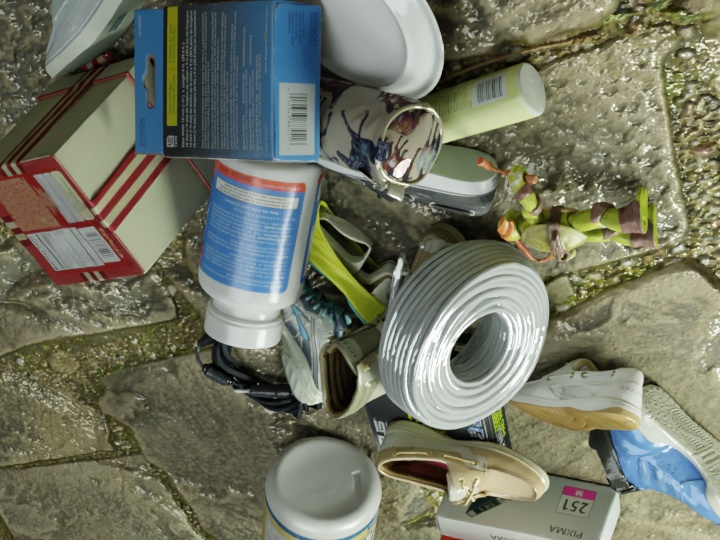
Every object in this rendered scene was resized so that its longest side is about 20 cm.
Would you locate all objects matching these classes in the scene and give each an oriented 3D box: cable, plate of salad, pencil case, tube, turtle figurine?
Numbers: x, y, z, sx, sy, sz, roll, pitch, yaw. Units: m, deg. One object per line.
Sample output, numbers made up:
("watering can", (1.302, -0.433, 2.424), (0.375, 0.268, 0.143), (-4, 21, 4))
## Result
("cable", (0.108, 0.064, 1.542), (0.069, 0.200, 0.200), (36, 121, 43))
("cable", (-0.100, 0.113, 1.822), (0.163, 0.051, 0.200), (44, 137, -17))
("plate of salad", (-0.004, -0.238, 1.394), (0.200, 0.048, 0.200), (28, 149, 18))
("pencil case", (-0.019, -0.133, 1.431), (0.200, 0.090, 0.078), (21, 169, 43))
("tube", (0.078, -0.145, 1.440), (0.200, 0.058, 0.052), (-14, 86, 33))
("turtle figurine", (0.193, -0.047, 1.445), (0.161, 0.065, 0.200), (-2, 149, 23))

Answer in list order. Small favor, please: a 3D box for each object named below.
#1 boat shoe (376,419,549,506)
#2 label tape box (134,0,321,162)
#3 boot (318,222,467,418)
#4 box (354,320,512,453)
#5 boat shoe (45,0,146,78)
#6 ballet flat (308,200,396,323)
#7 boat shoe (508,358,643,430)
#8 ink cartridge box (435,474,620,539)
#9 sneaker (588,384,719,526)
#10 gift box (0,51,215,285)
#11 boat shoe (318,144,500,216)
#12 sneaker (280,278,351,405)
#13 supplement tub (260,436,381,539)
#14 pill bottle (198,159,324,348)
("boat shoe", (0.112, 0.233, 1.739), (0.200, 0.069, 0.074), (13, 138, 19))
("label tape box", (-0.127, -0.177, 1.434), (0.200, 0.063, 0.145), (7, 98, 44))
("boot", (0.035, 0.054, 1.577), (0.072, 0.154, 0.200), (37, 128, 33))
("box", (0.083, 0.151, 1.759), (0.160, 0.044, 0.200), (7, 135, 23))
("boat shoe", (-0.271, -0.264, 1.526), (0.072, 0.070, 0.201), (55, 139, 0))
("ballet flat", (0.000, 0.000, 1.640), (0.067, 0.067, 0.200), (-35, 109, 30))
("boat shoe", (0.235, 0.129, 1.635), (0.071, 0.069, 0.200), (28, 164, -28))
("ink cartridge box", (0.181, 0.312, 1.768), (0.200, 0.174, 0.044), (9, 136, 23))
("sneaker", (0.333, 0.220, 1.656), (0.200, 0.077, 0.111), (44, 132, -11))
("gift box", (-0.249, -0.103, 1.575), (0.200, 0.187, 0.185), (-2, 131, 40))
("boat shoe", (0.040, -0.096, 1.515), (0.199, 0.070, 0.066), (10, 136, 10))
("sneaker", (-0.056, 0.046, 1.697), (0.086, 0.078, 0.200), (-19, 101, 23))
("supplement tub", (-0.053, 0.321, 1.938), (0.144, 0.145, 0.200), (20, 139, 11))
("pill bottle", (-0.106, -0.027, 1.564), (0.112, 0.112, 0.201), (16, 109, 15))
